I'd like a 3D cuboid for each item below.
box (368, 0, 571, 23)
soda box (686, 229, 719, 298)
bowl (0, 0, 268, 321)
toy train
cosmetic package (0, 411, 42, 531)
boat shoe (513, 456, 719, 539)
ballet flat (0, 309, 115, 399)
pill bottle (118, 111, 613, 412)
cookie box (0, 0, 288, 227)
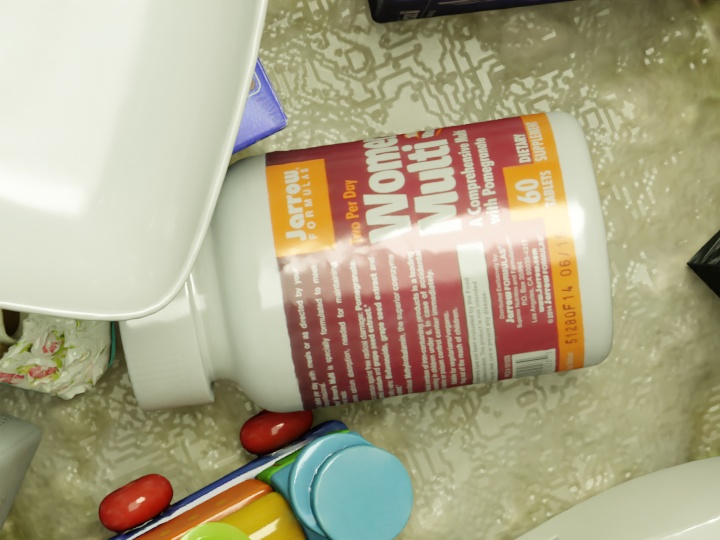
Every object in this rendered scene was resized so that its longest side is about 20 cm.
[{"bbox_3d":[0.095,-0.167,0.979,0.199,0.148,0.105,-7,92,1],"label":"box"},{"bbox_3d":[0.189,0.000,0.957,0.063,0.200,0.071,-44,92,-1],"label":"soda box"},{"bbox_3d":[-0.140,-0.094,0.869,0.199,0.075,0.201,13,96,-11],"label":"bowl"},{"bbox_3d":[-0.074,0.127,0.984,0.200,0.116,0.085,-28,91,-15],"label":"toy train"},{"bbox_3d":[-0.243,0.120,0.959,0.166,0.200,0.168,21,92,-1],"label":"cosmetic package"},{"bbox_3d":[0.105,0.146,1.030,0.200,0.072,0.069,-28,107,-2],"label":"boat shoe"},{"bbox_3d":[-0.143,-0.043,1.014,0.064,0.076,0.201,-7,92,-38],"label":"ballet flat"},{"bbox_3d":[0.000,0.000,1.002,0.199,0.110,0.110,-8,92,0],"label":"pill bottle"},{"bbox_3d":[-0.156,-0.090,0.946,0.200,0.075,0.172,-26,97,-6],"label":"cookie box"}]
